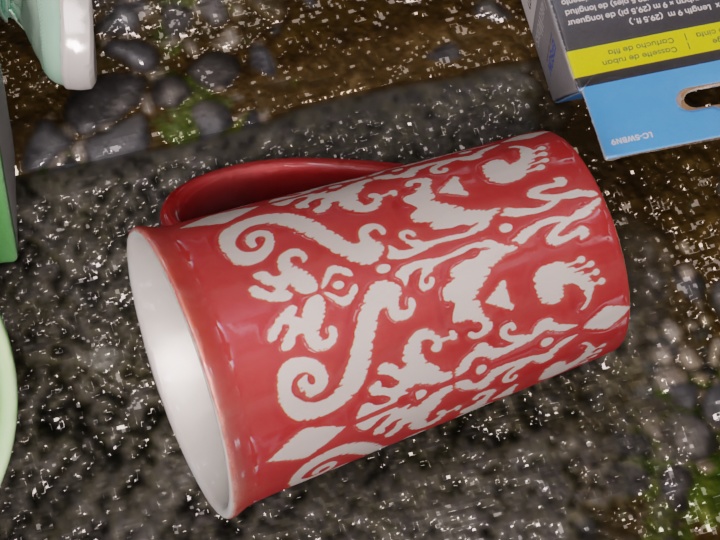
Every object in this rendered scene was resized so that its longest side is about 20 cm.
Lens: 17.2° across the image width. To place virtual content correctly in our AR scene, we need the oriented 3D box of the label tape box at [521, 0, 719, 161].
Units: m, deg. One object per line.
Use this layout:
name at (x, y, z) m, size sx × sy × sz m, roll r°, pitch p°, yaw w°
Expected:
label tape box at (0.156, -0.139, 1.187) m, size 0.143 × 0.063 × 0.201 m, roll -11°, pitch 65°, yaw -7°

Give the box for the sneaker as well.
sneaker at (-0.203, -0.155, 1.176) m, size 0.118 × 0.074 × 0.201 m, roll -16°, pitch 56°, yaw -16°

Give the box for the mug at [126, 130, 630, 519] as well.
mug at (0.002, -0.003, 1.084) m, size 0.199 × 0.134 × 0.178 m, roll -18°, pitch 68°, yaw -14°

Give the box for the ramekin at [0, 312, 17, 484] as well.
ramekin at (-0.245, 0.040, 1.023) m, size 0.199 × 0.098 × 0.201 m, roll -2°, pitch 107°, yaw -5°

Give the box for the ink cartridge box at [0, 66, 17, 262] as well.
ink cartridge box at (-0.264, -0.069, 1.088) m, size 0.199 × 0.146 × 0.084 m, roll -6°, pitch 48°, yaw -4°
